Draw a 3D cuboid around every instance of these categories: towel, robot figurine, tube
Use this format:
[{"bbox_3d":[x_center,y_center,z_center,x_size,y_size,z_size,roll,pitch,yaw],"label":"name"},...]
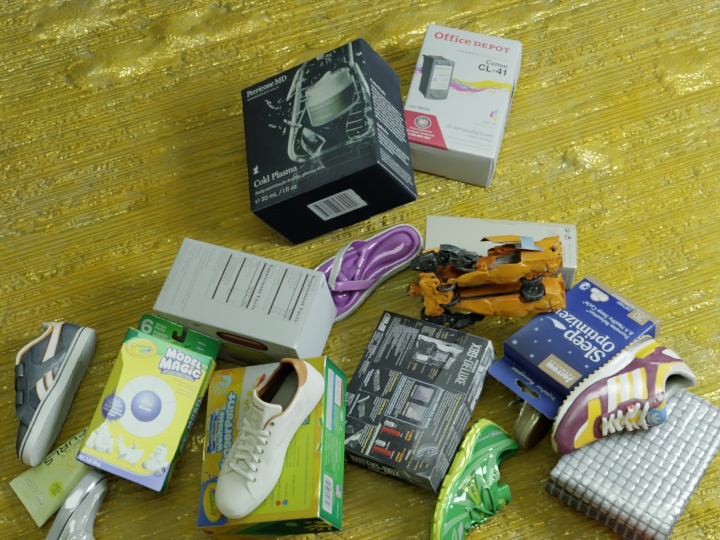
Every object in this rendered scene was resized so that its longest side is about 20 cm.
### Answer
[{"bbox_3d":[0.344,0.229,1.527,0.164,0.086,0.200,28,62,22],"label":"towel"},{"bbox_3d":[0.157,0.012,1.553,0.197,0.146,0.059,-4,44,9],"label":"robot figurine"},{"bbox_3d":[-0.342,0.230,1.550,0.199,0.058,0.052,-39,109,-11],"label":"tube"}]

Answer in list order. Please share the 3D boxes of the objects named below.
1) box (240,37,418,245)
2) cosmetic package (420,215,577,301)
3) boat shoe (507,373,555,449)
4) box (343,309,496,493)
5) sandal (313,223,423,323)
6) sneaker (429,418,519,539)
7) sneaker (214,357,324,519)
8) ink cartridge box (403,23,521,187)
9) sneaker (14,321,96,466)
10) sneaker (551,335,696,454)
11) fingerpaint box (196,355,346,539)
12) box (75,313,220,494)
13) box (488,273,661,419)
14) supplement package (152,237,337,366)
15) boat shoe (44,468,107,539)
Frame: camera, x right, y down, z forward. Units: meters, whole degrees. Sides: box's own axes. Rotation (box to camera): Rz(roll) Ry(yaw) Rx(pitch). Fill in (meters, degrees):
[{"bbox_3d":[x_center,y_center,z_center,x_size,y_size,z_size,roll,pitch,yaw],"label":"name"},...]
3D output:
[{"bbox_3d":[-0.044,-0.171,1.662,0.198,0.124,0.199,-20,60,22],"label":"box"},{"bbox_3d":[0.180,-0.011,1.631,0.197,0.104,0.074,5,57,2],"label":"cosmetic package"},{"bbox_3d":[0.233,0.139,1.583,0.062,0.074,0.201,19,54,18],"label":"boat shoe"},{"bbox_3d":[0.062,0.161,1.556,0.156,0.050,0.201,14,64,26],"label":"box"},{"bbox_3d":[-0.005,-0.005,1.660,0.202,0.050,0.083,-37,67,-15],"label":"sandal"},{"bbox_3d":[0.139,0.278,1.509,0.083,0.074,0.201,21,66,12],"label":"sneaker"},{"bbox_3d":[-0.122,0.189,1.439,0.072,0.085,0.201,22,78,30],"label":"sneaker"},{"bbox_3d":[0.139,-0.236,1.754,0.146,0.086,0.202,12,66,7],"label":"ink cartridge box"},{"bbox_3d":[-0.407,0.153,1.570,0.078,0.079,0.201,15,52,3],"label":"sneaker"},{"bbox_3d":[0.315,0.162,1.478,0.199,0.075,0.090,-39,55,-20],"label":"sneaker"},{"bbox_3d":[-0.106,0.219,1.511,0.165,0.073,0.202,-10,62,21],"label":"fingerpaint box"},{"bbox_3d":[-0.257,0.160,1.522,0.116,0.048,0.202,19,76,4],"label":"box"},{"bbox_3d":[0.268,0.093,1.550,0.199,0.033,0.121,-36,51,-24],"label":"box"},{"bbox_3d":[-0.145,0.051,1.585,0.198,0.114,0.111,14,65,17],"label":"supplement package"},{"bbox_3d":[-0.347,0.340,1.483,0.065,0.072,0.201,24,67,7],"label":"boat shoe"}]
